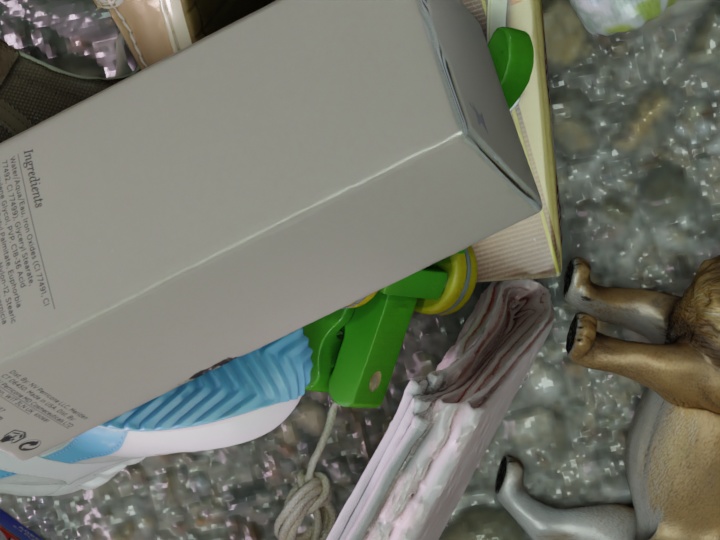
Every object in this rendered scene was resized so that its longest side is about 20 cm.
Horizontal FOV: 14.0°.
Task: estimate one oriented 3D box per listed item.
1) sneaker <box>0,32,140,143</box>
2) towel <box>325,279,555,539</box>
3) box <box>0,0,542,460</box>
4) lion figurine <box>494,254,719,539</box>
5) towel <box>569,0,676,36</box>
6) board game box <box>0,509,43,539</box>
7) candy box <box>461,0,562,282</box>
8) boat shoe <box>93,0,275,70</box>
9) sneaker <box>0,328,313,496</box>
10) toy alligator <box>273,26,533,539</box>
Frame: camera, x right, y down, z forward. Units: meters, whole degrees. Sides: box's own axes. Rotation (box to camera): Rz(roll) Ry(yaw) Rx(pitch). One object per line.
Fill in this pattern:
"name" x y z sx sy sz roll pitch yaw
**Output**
"sneaker" -0.151 -0.044 1.022 0.200 0.070 0.076 -6 81 -32
"towel" 0.001 0.104 1.010 0.032 0.191 0.200 30 104 6
"box" -0.050 -0.020 0.937 0.200 0.068 0.082 -24 60 15
"lion figurine" 0.120 0.068 1.068 0.122 0.073 0.200 15 117 -8
"towel" 0.070 -0.179 0.945 0.048 0.200 0.172 -22 102 19
"board game box" -0.162 0.103 1.047 0.200 0.135 0.029 36 102 -5
"candy box" 0.007 -0.095 1.036 0.115 0.055 0.201 -5 101 5
"boat shoe" -0.077 -0.131 0.965 0.066 0.074 0.200 1 123 29
"sneaker" -0.097 0.037 1.029 0.199 0.081 0.077 -2 61 33
"toy alligator" 0.000 0.000 1.006 0.054 0.059 0.200 37 110 38
